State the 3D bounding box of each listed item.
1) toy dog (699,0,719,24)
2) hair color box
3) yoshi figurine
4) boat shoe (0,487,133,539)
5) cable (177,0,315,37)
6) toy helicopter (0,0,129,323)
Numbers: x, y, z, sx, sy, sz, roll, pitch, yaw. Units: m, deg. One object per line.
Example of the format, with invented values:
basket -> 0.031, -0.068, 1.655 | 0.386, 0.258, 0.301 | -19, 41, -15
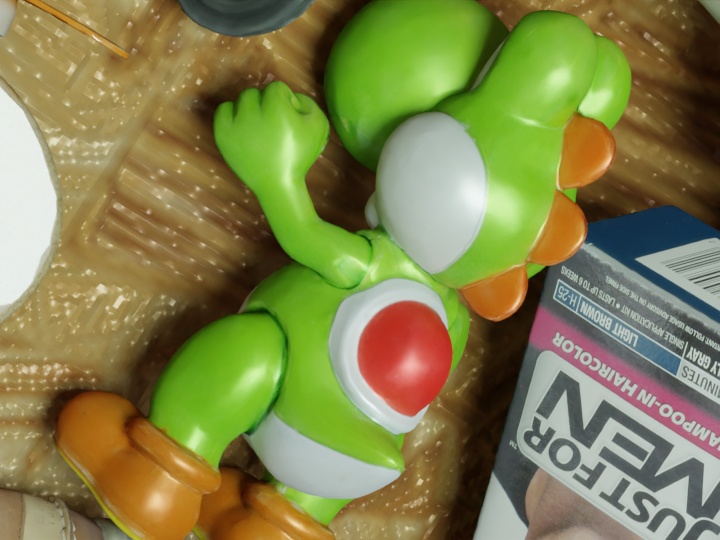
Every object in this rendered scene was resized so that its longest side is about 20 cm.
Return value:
toy dog -> 0.150, -0.100, 0.843 | 0.139, 0.194, 0.200 | -17, 121, 18
hair color box -> 0.090, 0.092, 0.892 | 0.060, 0.100, 0.201 | -13, 125, -44
yoshi figurine -> -0.003, -0.006, 0.865 | 0.112, 0.112, 0.200 | 41, 98, 4
boat shoe -> -0.137, 0.153, 0.846 | 0.072, 0.076, 0.201 | 32, 80, -27
cable -> 0.015, -0.155, 0.831 | 0.097, 0.050, 0.201 | 22, 104, 9
toy helicopter -> -0.154, -0.067, 0.769 | 0.132, 0.079, 0.200 | -40, 106, -4
